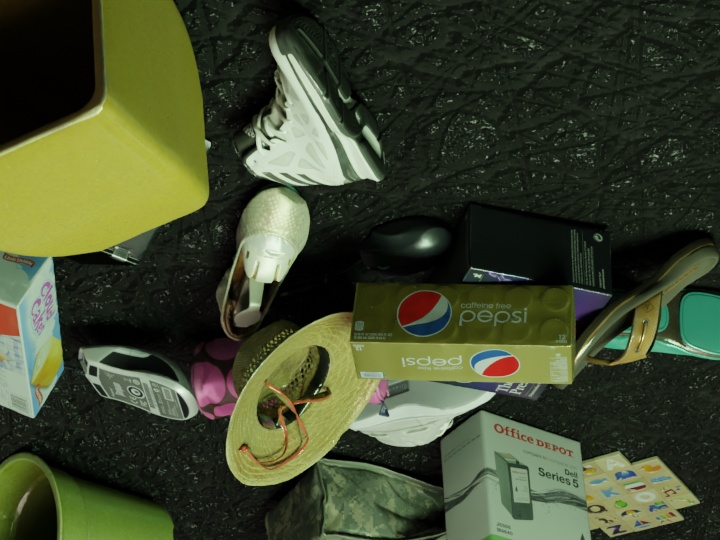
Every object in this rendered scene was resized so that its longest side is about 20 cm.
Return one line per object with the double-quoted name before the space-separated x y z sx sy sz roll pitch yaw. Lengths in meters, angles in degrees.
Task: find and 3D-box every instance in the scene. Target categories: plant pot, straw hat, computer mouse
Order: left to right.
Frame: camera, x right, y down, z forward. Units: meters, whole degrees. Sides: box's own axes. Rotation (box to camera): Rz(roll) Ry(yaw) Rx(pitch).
"plant pot" -0.218 -0.118 1.275 0.194 0.196 0.200 -20 147 21
"plant pot" -0.322 0.320 1.950 0.189 0.202 0.200 13 146 -41
"computer mouse" -0.245 0.098 1.689 0.198 0.044 0.110 15 144 17
"straw hat" -0.076 0.100 1.605 0.200 0.085 0.202 -28 140 -27
"computer mouse" 0.000 0.000 1.588 0.199 0.034 0.059 -23 141 30

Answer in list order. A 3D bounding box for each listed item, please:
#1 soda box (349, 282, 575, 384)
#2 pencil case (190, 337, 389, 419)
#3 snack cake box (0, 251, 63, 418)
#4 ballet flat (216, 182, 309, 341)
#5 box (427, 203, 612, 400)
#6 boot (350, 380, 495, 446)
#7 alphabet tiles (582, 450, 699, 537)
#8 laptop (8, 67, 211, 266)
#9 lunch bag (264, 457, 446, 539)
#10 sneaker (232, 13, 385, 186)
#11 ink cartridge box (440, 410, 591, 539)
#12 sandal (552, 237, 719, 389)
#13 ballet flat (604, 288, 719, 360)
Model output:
"soda box" 0.093 0.056 1.507 0.198 0.068 0.064 1 144 9
"pencil case" -0.069 0.107 1.704 0.198 0.092 0.094 -3 159 8
"snack cake box" -0.351 0.046 1.593 0.114 0.067 0.201 22 146 9
"ballet flat" -0.090 -0.001 1.561 0.067 0.063 0.201 8 145 -12
"box" 0.138 0.034 1.598 0.140 0.079 0.200 12 144 -9
"boot" 0.077 0.136 1.768 0.199 0.074 0.095 -13 151 32
"alphabet tiles" 0.304 0.270 2.012 0.165 0.006 0.200 -18 142 25
"laptop" -0.268 -0.088 1.479 0.186 0.117 0.199 24 168 -30
"lunch bag" 0.008 0.311 1.977 0.198 0.118 0.164 10 145 -25
"sneaker" -0.061 -0.123 1.368 0.114 0.076 0.201 -12 146 14
"ink cartridge box" 0.171 0.271 1.841 0.145 0.201 0.084 20 139 -27
"sandal" 0.262 0.048 1.562 0.199 0.055 0.082 -36 163 -8
"ballet flat" 0.300 0.051 1.651 0.198 0.068 0.070 7 170 -10
